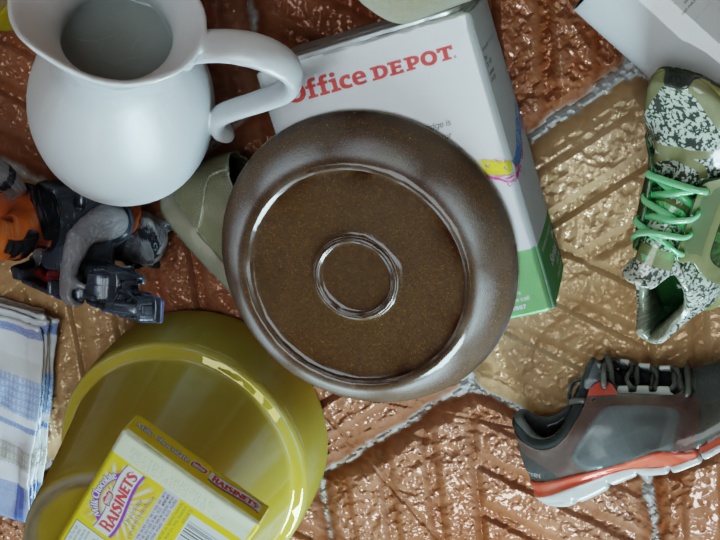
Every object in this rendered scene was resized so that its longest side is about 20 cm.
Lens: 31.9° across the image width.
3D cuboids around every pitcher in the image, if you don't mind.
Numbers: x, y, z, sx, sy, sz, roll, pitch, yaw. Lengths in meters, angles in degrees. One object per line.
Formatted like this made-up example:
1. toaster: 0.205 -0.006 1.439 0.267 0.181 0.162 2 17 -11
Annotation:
1. pitcher: -0.126 -0.110 0.791 0.170 0.200 0.122 16 71 -4

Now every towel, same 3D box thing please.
1. towel: -0.319 0.106 1.025 0.146 0.024 0.202 15 114 10

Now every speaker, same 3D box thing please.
1. speaker: 0.225 -0.124 0.758 0.200 0.081 0.081 41 115 -3

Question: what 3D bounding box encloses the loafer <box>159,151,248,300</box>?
1. loafer: -0.055 -0.002 0.883 0.200 0.076 0.067 45 121 -5

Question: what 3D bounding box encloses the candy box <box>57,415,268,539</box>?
1. candy box: -0.148 0.195 0.804 0.102 0.026 0.201 35 115 3

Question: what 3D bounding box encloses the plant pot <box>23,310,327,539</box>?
1. plant pot: -0.142 0.156 0.906 0.199 0.189 0.203 6 112 14

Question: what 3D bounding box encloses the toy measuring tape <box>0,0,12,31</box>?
1. toy measuring tape: -0.223 -0.174 0.871 0.199 0.074 0.074 -32 100 34

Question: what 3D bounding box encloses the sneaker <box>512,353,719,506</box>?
1. sneaker: 0.189 0.092 0.857 0.199 0.077 0.082 -28 95 22

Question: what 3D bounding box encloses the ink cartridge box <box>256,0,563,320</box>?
1. ink cartridge box: 0.037 -0.064 0.828 0.144 0.084 0.201 -13 108 19

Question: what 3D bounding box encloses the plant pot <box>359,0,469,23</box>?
1. plant pot: 0.070 -0.233 0.689 0.183 0.201 0.201 -22 104 31

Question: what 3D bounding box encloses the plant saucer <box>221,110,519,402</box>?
1. plant saucer: 0.000 0.000 0.801 0.198 0.032 0.202 6 114 15

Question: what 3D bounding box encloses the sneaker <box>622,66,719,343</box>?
1. sneaker: 0.192 -0.029 0.757 0.077 0.089 0.201 21 145 34

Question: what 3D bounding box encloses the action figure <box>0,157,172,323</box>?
1. action figure: -0.204 -0.029 0.861 0.199 0.193 0.106 14 93 45
